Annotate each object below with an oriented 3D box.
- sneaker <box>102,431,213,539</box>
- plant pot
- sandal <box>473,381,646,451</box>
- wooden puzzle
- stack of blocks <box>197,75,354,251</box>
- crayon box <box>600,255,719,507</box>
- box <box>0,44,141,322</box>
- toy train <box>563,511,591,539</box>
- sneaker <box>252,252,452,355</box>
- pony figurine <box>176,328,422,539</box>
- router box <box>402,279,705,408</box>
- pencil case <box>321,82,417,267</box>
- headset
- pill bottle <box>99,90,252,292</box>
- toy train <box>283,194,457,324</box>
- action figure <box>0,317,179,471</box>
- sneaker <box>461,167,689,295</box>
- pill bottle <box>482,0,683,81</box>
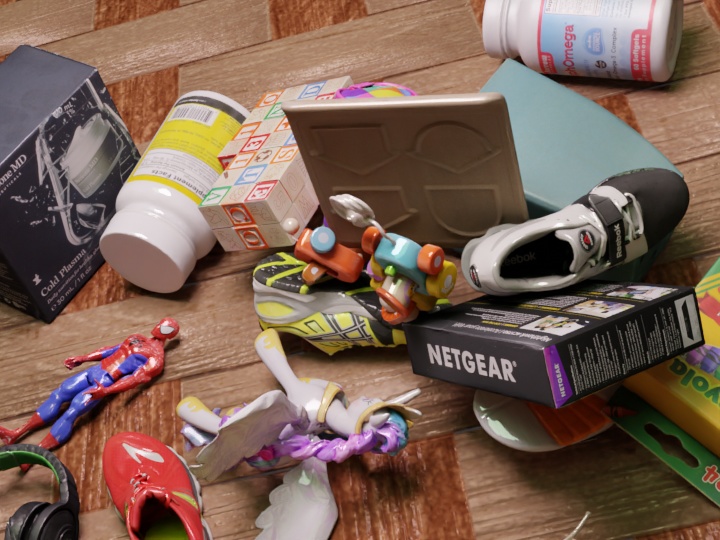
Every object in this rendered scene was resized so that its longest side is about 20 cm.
[{"bbox_3d":[-0.172,0.201,0.976,0.077,0.085,0.200,-31,49,-11],"label":"sneaker"},{"bbox_3d":[0.187,-0.071,1.067,0.200,0.141,0.141,28,63,25],"label":"plant pot"},{"bbox_3d":[0.191,0.108,0.969,0.206,0.059,0.079,-16,64,-18],"label":"sandal"},{"bbox_3d":[0.047,-0.088,0.973,0.185,0.200,0.046,1,55,19],"label":"wooden puzzle"},{"bbox_3d":[-0.083,-0.107,1.152,0.115,0.059,0.200,-5,39,35],"label":"stack of blocks"},{"bbox_3d":[0.306,0.077,0.933,0.127,0.051,0.200,38,68,13],"label":"crayon box"},{"bbox_3d":[-0.342,-0.092,1.203,0.124,0.197,0.200,20,59,30],"label":"box"},{"bbox_3d":[0.147,0.278,0.822,0.116,0.085,0.200,37,68,26],"label":"toy train"},{"bbox_3d":[-0.004,0.041,1.076,0.199,0.077,0.075,15,33,10],"label":"sneaker"},{"bbox_3d":[-0.066,0.141,0.970,0.193,0.167,0.200,-40,35,-27],"label":"pony figurine"},{"bbox_3d":[0.147,0.050,0.914,0.149,0.051,0.200,-18,11,-26],"label":"router box"},{"bbox_3d":[0.004,-0.081,1.090,0.088,0.201,0.088,8,31,-5],"label":"pencil case"},{"bbox_3d":[-0.307,0.236,0.982,0.123,0.094,0.200,-18,53,2],"label":"headset"},{"bbox_3d":[-0.187,-0.083,1.204,0.114,0.114,0.200,9,54,23],"label":"pill bottle"},{"bbox_3d":[0.000,0.000,0.972,0.150,0.200,0.056,28,78,-6],"label":"toy train"},{"bbox_3d":[-0.259,0.110,1.109,0.200,0.052,0.065,-36,45,-17],"label":"action figure"},{"bbox_3d":[0.186,-0.024,0.929,0.199,0.074,0.089,-24,9,-3],"label":"sneaker"},{"bbox_3d":[0.239,-0.264,1.232,0.199,0.109,0.109,8,53,23],"label":"pill bottle"}]
